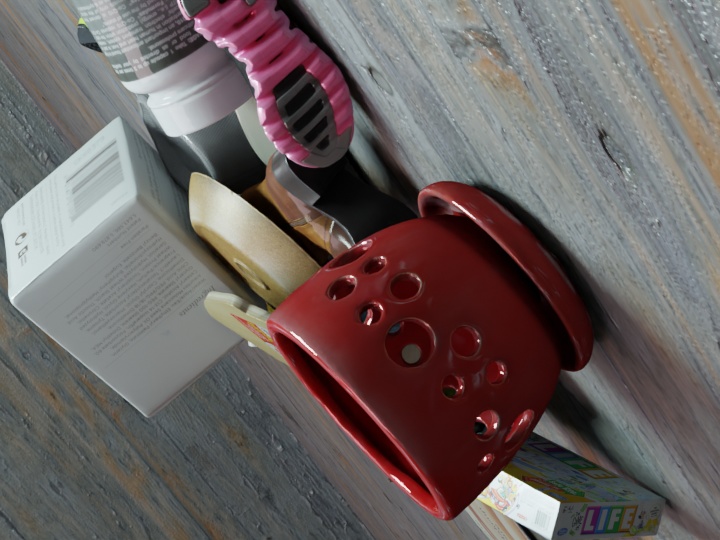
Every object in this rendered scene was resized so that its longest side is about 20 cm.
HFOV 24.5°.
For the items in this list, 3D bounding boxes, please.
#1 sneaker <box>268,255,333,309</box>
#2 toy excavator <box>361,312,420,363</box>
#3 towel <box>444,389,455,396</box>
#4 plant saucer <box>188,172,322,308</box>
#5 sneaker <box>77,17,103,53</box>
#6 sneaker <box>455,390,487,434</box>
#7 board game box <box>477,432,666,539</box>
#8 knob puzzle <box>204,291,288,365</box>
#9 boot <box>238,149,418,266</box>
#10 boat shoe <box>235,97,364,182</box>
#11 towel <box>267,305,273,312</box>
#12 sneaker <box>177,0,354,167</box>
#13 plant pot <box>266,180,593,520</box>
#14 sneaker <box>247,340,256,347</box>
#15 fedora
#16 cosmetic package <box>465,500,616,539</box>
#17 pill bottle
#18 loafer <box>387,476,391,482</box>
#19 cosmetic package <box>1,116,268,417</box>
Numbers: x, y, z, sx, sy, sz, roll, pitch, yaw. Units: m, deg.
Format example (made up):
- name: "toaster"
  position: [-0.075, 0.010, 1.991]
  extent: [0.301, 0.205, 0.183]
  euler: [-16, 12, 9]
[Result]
- name: "sneaker"
  position: [-0.069, -0.005, 1.699]
  extent: [0.072, 0.083, 0.201]
  euler: [-44, 72, 36]
- name: "toy excavator"
  position: [0.000, 0.000, 1.600]
  extent: [0.201, 0.099, 0.194]
  euler: [67, 165, -17]
- name: "towel"
  position: [0.069, 0.092, 1.747]
  extent: [0.201, 0.018, 0.086]
  euler: [55, 169, -29]
- name: "plant saucer"
  position: [-0.089, -0.009, 1.508]
  extent: [0.200, 0.035, 0.200]
  euler: [40, 169, 9]
- name: "sneaker"
  position: [-0.195, -0.246, 1.542]
  extent: [0.199, 0.084, 0.071]
  euler: [8, 174, 41]
- name: "sneaker"
  position: [0.109, 0.108, 1.468]
  extent: [0.070, 0.090, 0.200]
  euler: [48, 169, 5]
- name: "board game box"
  position: [0.144, 0.177, 1.432]
  extent: [0.134, 0.035, 0.199]
  euler: [5, -168, -41]
- name: "knob puzzle"
  position: [-0.060, 0.061, 1.504]
  extent: [0.218, 0.031, 0.220]
  euler: [29, 169, 6]
- name: "boot"
  position: [-0.026, -0.018, 1.437]
  extent: [0.188, 0.069, 0.200]
  euler: [40, 158, -4]
- name: "boat shoe"
  position: [-0.046, -0.104, 1.485]
  extent: [0.067, 0.057, 0.201]
  euler: [-5, 122, 57]
- name: "towel"
  position: [-0.025, 0.065, 1.823]
  extent: [0.200, 0.143, 0.023]
  euler: [53, -147, -32]
- name: "sneaker"
  position: [-0.072, -0.174, 1.318]
  extent: [0.201, 0.079, 0.095]
  euler: [57, -176, -19]
- name: "plant pot"
  position: [0.060, 0.053, 1.217]
  extent: [0.201, 0.182, 0.201]
  euler: [48, 170, 12]
- name: "sneaker"
  position: [-0.107, 0.008, 1.851]
  extent: [0.080, 0.148, 0.200]
  euler: [2, 163, 12]
- name: "fedora"
  position: [-0.151, -0.139, 1.594]
  extent: [0.200, 0.090, 0.177]
  euler: [51, 161, 26]
- name: "cosmetic package"
  position: [0.174, 0.236, 1.667]
  extent: [0.104, 0.087, 0.200]
  euler: [49, 170, -7]
- name: "pill bottle"
  position: [-0.170, -0.218, 1.363]
  extent: [0.201, 0.114, 0.114]
  euler: [60, 167, -21]
- name: "loafer"
  position: [0.015, 0.148, 1.785]
  extent: [0.201, 0.071, 0.073]
  euler: [62, -170, -10]
- name: "cosmetic package"
  position: [-0.220, -0.003, 1.621]
  extent: [0.200, 0.165, 0.165]
  euler: [46, -168, -32]
